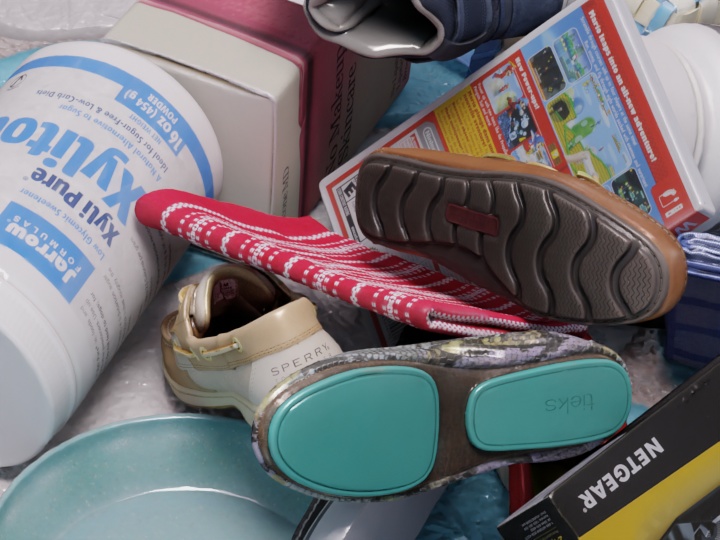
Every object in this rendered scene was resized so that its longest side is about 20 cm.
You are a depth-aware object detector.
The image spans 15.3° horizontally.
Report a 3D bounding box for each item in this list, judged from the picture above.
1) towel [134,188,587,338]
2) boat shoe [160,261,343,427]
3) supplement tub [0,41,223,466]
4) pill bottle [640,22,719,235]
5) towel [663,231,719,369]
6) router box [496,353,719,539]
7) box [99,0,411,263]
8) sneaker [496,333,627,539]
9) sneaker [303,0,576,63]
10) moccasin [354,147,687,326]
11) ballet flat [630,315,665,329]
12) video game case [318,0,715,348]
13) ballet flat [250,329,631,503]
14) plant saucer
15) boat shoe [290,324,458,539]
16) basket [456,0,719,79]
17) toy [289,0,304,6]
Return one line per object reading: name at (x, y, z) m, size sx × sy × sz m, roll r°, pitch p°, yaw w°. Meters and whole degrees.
towel at (0.000, 0.000, 1.322) m, size 0.199 × 0.023 × 0.144 m, roll 20°, pitch 6°, yaw 39°
boat shoe at (-0.056, 0.029, 1.326) m, size 0.073 × 0.069 × 0.200 m, roll -26°, pitch 15°, yaw -18°
supplement tub at (-0.166, -0.012, 1.372) m, size 0.131 × 0.132 × 0.200 m, roll 17°, pitch 46°, yaw 15°
pill bottle at (0.203, -0.075, 1.447) m, size 0.199 × 0.114 × 0.114 m, roll -1°, pitch 37°, yaw -36°
towel at (0.251, 0.034, 1.353) m, size 0.199 × 0.147 × 0.024 m, roll 12°, pitch 68°, yaw 11°
router box at (0.183, 0.127, 1.248) m, size 0.200 × 0.052 × 0.158 m, roll -34°, pitch 87°, yaw -35°
box at (-0.054, -0.117, 1.509) m, size 0.109 × 0.128 × 0.200 m, roll 19°, pitch 44°, yaw 16°
sneaker at (0.105, 0.083, 1.324) m, size 0.077 × 0.085 × 0.201 m, roll 2°, pitch 42°, yaw -4°
sneaker at (0.013, -0.197, 1.390) m, size 0.146 × 0.077 × 0.203 m, roll -24°, pitch 73°, yaw -38°
moccasin at (0.085, -0.018, 1.303) m, size 0.077 × 0.074 × 0.201 m, roll -6°, pitch 11°, yaw -39°
ballet flat at (0.092, -0.008, 1.429) m, size 0.199 × 0.068 × 0.068 m, roll 4°, pitch 1°, yaw 2°
video game case at (0.075, -0.037, 1.381) m, size 0.017 × 0.200 × 0.143 m, roll 21°, pitch 42°, yaw -50°
ballet flat at (0.028, 0.063, 1.213) m, size 0.199 × 0.072 × 0.072 m, roll -5°, pitch 40°, yaw -31°
plant saucer at (-0.081, 0.149, 1.270) m, size 0.199 × 0.036 × 0.200 m, roll 4°, pitch 40°, yaw -3°
boat shoe at (0.008, 0.090, 1.278) m, size 0.056 × 0.069 × 0.200 m, roll 18°, pitch 35°, yaw 19°
basket at (0.116, -0.170, 1.548) m, size 0.139 × 0.177 × 0.200 m, roll -22°, pitch 54°, yaw -41°
toy at (0.003, -0.198, 1.467) m, size 0.115 × 0.047 × 0.201 m, roll 16°, pitch 54°, yaw -14°
